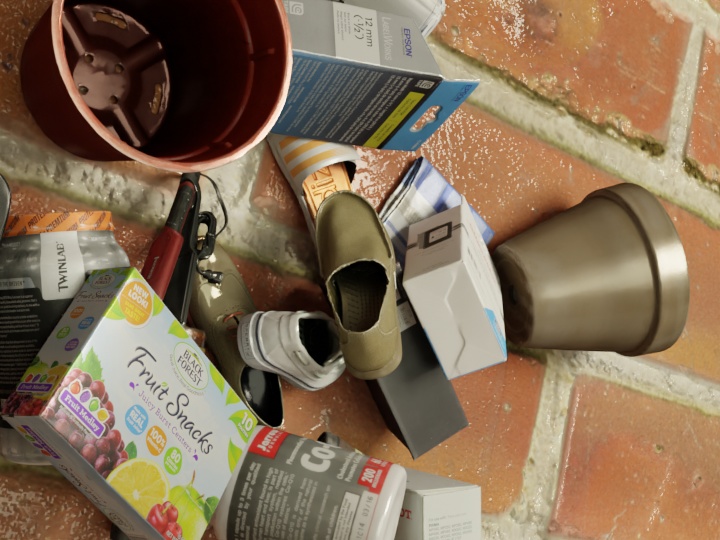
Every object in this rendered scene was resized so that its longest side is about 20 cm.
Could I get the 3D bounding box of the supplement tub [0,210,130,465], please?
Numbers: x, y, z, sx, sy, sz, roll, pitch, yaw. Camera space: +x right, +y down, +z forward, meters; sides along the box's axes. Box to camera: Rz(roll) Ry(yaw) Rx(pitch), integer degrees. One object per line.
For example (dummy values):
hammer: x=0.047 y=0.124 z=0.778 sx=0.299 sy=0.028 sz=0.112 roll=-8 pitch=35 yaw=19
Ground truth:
supplement tub: x=-0.252 y=0.053 z=0.870 sx=0.121 sy=0.122 sz=0.203 roll=-6 pitch=93 yaw=-33

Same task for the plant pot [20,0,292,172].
plant pot: x=-0.190 y=-0.175 z=0.869 sx=0.199 sy=0.194 sz=0.204 roll=1 pitch=89 yaw=-33

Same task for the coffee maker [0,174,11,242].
coffee maker: x=-0.348 y=-0.050 z=0.760 sx=0.133 sy=0.199 sz=0.195 roll=-5 pitch=93 yaw=-34

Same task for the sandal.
sandal: x=-0.030 y=-0.097 z=1.047 sx=0.079 sy=0.059 sz=0.209 roll=-26 pitch=97 yaw=-28

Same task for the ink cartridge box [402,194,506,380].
ink cartridge box: x=0.099 y=0.011 z=1.074 sx=0.066 sy=0.200 sz=0.117 roll=-21 pitch=109 yaw=14

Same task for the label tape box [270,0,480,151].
label tape box: x=-0.008 y=-0.180 z=0.966 sx=0.198 sy=0.143 sz=0.067 roll=4 pitch=68 yaw=-24

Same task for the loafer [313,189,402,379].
loafer: x=0.000 y=0.000 z=0.959 sx=0.075 sy=0.068 sz=0.202 roll=-14 pitch=59 yaw=-2

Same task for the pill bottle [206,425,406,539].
pill bottle: x=-0.066 y=0.209 z=0.942 sx=0.198 sy=0.114 sz=0.115 roll=14 pitch=79 yaw=11

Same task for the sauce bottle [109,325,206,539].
sauce bottle: x=-0.191 y=0.148 z=0.946 sx=0.065 sy=0.066 sz=0.203 roll=16 pitch=83 yaw=-32

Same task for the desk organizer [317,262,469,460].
desk organizer: x=0.033 y=0.085 z=1.064 sx=0.071 sy=0.077 sz=0.202 roll=-29 pitch=113 yaw=-12

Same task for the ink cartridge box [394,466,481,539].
ink cartridge box: x=0.051 y=0.312 z=1.054 sx=0.082 sy=0.145 sz=0.203 roll=0 pitch=90 yaw=-34

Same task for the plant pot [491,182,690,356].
plant pot: x=0.247 y=0.011 z=1.179 sx=0.171 sy=0.200 sz=0.203 roll=-10 pitch=95 yaw=-16

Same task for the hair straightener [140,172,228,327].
hair straightener: x=-0.158 y=-0.018 z=0.936 sx=0.077 sy=0.040 sz=0.201 roll=55 pitch=25 yaw=-39

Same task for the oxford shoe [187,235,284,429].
oxford shoe: x=-0.115 y=0.061 z=0.988 sx=0.070 sy=0.074 sz=0.202 roll=-27 pitch=104 yaw=-30

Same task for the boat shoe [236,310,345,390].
boat shoe: x=-0.043 y=0.077 z=0.986 sx=0.200 sy=0.066 sz=0.075 roll=13 pitch=70 yaw=-67

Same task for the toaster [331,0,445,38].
toaster: x=0.000 y=-0.287 z=1.008 sx=0.128 sy=0.201 sz=0.114 roll=28 pitch=113 yaw=-35

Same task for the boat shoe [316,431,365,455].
boat shoe: x=-0.071 y=0.252 z=1.026 sx=0.065 sy=0.073 sz=0.201 roll=40 pitch=69 yaw=-10

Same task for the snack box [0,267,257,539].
snack box: x=-0.175 y=0.117 z=0.825 sx=0.201 sy=0.052 sz=0.143 roll=58 pitch=42 yaw=-37

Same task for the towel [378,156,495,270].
towel: x=0.063 y=-0.008 z=1.139 sx=0.147 sy=0.024 sz=0.201 roll=44 pitch=67 yaw=-26
